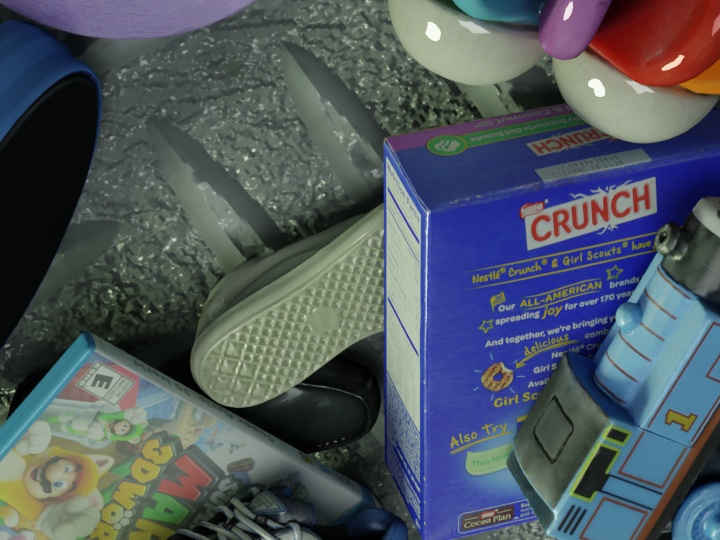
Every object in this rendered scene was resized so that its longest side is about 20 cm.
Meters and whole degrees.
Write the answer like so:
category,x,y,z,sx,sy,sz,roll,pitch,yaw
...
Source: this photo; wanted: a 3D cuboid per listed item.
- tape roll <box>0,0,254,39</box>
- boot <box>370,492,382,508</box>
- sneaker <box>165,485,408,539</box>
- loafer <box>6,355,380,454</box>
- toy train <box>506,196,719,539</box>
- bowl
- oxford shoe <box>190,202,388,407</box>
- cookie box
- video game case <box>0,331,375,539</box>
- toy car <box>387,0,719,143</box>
category,x,y,z,sx,sy,sz,roll,pitch,yaw
tape roll,-0.107,-0.207,1.072,0.198,0.066,0.201,0,122,0
boot,-0.014,0.229,1.305,0.072,0.145,0.201,1,122,2
sneaker,-0.062,0.146,1.208,0.199,0.077,0.086,4,112,-31
loafer,-0.088,0.084,1.255,0.199,0.071,0.068,-4,123,3
toy train,0.159,0.052,1.131,0.114,0.087,0.201,20,111,-27
bowl,-0.181,-0.018,1.113,0.039,0.201,0.201,26,121,8
oxford shoe,0.000,0.000,1.213,0.199,0.058,0.075,-28,122,0
cookie box,0.099,0.021,1.184,0.170,0.075,0.201,-11,125,-16
video game case,-0.108,0.128,1.225,0.200,0.018,0.143,32,107,-34
toy car,0.111,-0.142,1.052,0.199,0.150,0.176,18,113,-11
